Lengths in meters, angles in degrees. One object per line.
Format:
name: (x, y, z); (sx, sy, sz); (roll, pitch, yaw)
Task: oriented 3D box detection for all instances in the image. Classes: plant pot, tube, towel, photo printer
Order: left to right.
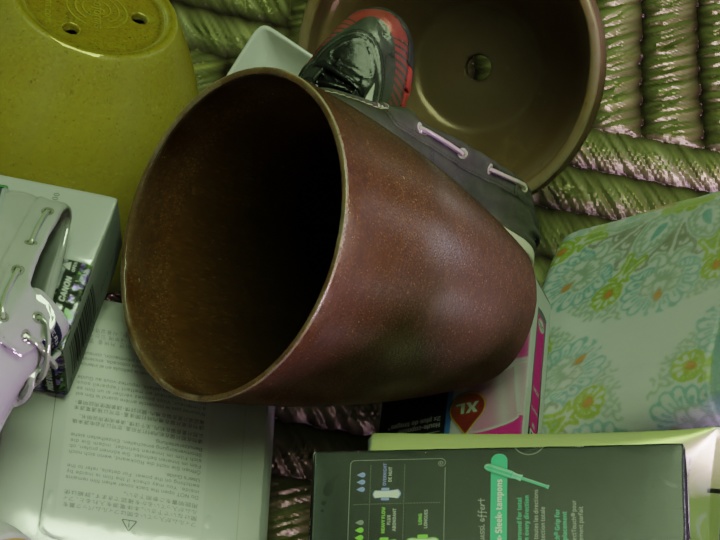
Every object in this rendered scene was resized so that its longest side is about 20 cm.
plant pot: (-0.177, -0.104, 1.740); (0.200, 0.142, 0.200); (13, 39, -11)
photo printer: (-0.132, 0.113, 1.638); (0.166, 0.070, 0.200); (9, 48, -9)
plant pot: (0.000, 0.000, 1.643); (0.200, 0.187, 0.187); (16, 41, -41)
plant pot: (0.066, -0.132, 1.867); (0.201, 0.201, 0.093); (34, 8, 13)
tube: (0.103, 0.120, 1.621); (0.200, 0.058, 0.052); (1, 65, 3)
towel: (0.178, 0.033, 1.752); (0.048, 0.171, 0.200); (51, 40, -27)

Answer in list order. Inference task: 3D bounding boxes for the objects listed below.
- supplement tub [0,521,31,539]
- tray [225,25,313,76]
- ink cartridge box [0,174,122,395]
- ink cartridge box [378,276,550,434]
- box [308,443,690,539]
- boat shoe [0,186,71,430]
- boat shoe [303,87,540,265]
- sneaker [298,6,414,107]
supplement tub: (-0.190, 0.219, 1.480); (0.200, 0.145, 0.145); (43, 52, 20)
tray: (-0.010, -0.059, 1.827); (0.200, 0.022, 0.107); (34, 93, 13)
ink cartridge box: (-0.245, -0.005, 1.639); (0.200, 0.050, 0.109); (12, 56, 7)
ink cartridge box: (0.059, 0.093, 1.709); (0.095, 0.037, 0.200); (-11, 47, 20)
box: (0.077, 0.177, 1.547); (0.200, 0.149, 0.125); (-2, 61, 7)
boat shoe: (-0.188, 0.029, 1.536); (0.067, 0.074, 0.200); (1, 51, 0)
boat shoe: (0.029, -0.062, 1.729); (0.200, 0.067, 0.057); (33, 49, -31)
sneaker: (-0.031, -0.080, 1.766); (0.071, 0.098, 0.201); (29, 80, 15)
